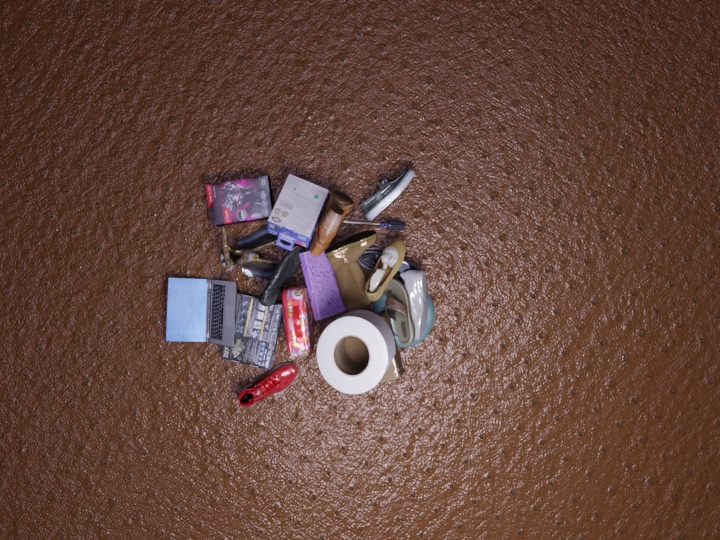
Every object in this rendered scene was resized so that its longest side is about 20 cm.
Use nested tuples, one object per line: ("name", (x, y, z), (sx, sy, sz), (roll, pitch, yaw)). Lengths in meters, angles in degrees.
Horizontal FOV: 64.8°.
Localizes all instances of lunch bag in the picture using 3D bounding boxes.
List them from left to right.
("lunch bag", (-0.179, 0.147, 1.649), (0.079, 0.176, 0.207), (-5, 91, 0))

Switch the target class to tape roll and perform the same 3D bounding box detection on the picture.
("tape roll", (-0.010, 0.219, 1.552), (0.196, 0.139, 0.210), (1, 93, 13))

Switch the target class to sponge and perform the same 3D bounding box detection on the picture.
("sponge", (-0.112, 0.035, 1.688), (0.110, 0.029, 0.206), (-15, 92, -45))

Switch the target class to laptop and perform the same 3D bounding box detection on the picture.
("laptop", (-0.470, 0.123, 1.675), (0.196, 0.114, 0.194), (4, 92, 40))

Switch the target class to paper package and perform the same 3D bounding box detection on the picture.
("paper package", (0.011, 0.237, 1.671), (0.194, 0.103, 0.196), (-15, 90, 13))

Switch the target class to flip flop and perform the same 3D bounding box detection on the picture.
("flip flop", (0.104, 0.117, 1.642), (0.056, 0.080, 0.206), (-4, 76, -41))

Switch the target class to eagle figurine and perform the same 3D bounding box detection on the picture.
("eagle figurine", (-0.315, -0.048, 1.685), (0.195, 0.152, 0.154), (-7, 136, -34))

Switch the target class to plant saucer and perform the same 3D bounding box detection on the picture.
("plant saucer", (0.131, 0.134, 1.721), (0.193, 0.036, 0.207), (0, 92, -1))

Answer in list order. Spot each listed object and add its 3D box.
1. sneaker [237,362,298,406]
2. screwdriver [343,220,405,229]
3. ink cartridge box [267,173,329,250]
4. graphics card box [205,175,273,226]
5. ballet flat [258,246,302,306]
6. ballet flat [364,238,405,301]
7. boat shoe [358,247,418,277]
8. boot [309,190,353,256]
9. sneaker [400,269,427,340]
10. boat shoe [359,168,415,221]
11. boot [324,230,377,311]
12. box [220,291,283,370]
("sneaker", (-0.275, 0.350, 1.683), (0.197, 0.116, 0.079), (-34, 91, 1))
("screwdriver", (0.044, -0.137, 1.690), (0.194, 0.029, 0.028), (-1, 128, -22))
("ink cartridge box", (-0.188, -0.161, 1.657), (0.133, 0.077, 0.204), (21, 65, 0))
("graphics card box", (-0.360, -0.207, 1.705), (0.193, 0.051, 0.130), (-8, 91, -1))
("ballet flat", (-0.235, 0.012, 1.651), (0.066, 0.056, 0.203), (44, 73, -40))
("ballet flat", (0.072, -0.006, 1.631), (0.067, 0.063, 0.204), (23, 82, 21))
("boat shoe", (0.083, -0.020, 1.702), (0.195, 0.066, 0.072), (21, 91, -1))
("boot", (-0.092, -0.141, 1.668), (0.072, 0.201, 0.157), (30, 118, -2))
("sneaker", (0.150, 0.100, 1.677), (0.086, 0.075, 0.207), (1, 94, 20))
("boat shoe", (0.077, -0.239, 1.694), (0.200, 0.072, 0.071), (-45, 95, 3))
("boot", (0.000, 0.000, 1.674), (0.171, 0.067, 0.204), (-21, 113, 8))
("box", (-0.324, 0.182, 1.714), (0.156, 0.049, 0.206), (12, 91, -2))
